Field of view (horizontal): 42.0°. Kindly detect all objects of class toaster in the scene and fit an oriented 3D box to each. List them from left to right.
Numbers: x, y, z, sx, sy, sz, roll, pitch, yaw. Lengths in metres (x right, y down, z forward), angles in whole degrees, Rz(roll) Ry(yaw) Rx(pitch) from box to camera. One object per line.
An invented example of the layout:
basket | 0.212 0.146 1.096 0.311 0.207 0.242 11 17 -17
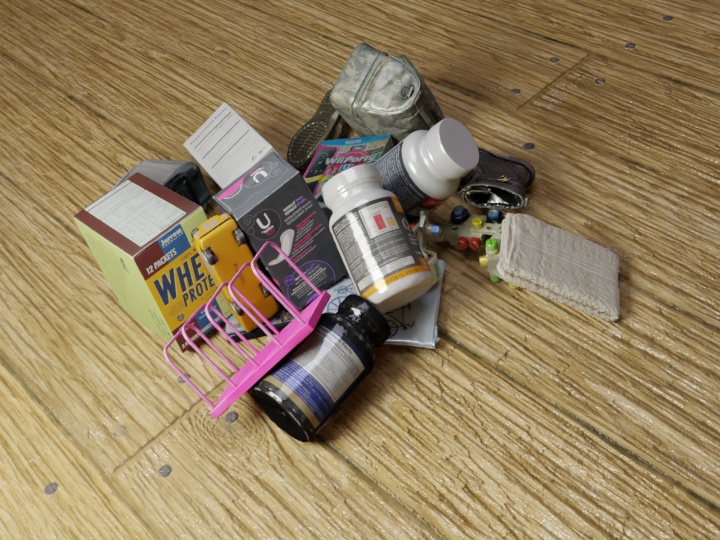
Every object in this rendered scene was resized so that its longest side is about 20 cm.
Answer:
toaster | -0.375 -0.117 1.699 0.127 0.115 0.201 12 50 31

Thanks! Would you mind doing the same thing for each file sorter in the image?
file sorter | -0.162 0.077 1.322 0.200 0.126 0.139 -42 7 18

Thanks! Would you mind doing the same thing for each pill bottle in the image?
pill bottle | -0.049 0.133 1.324 0.111 0.113 0.200 26 62 36
pill bottle | 0.021 -0.047 1.395 0.115 0.117 0.203 -21 76 -9
pill bottle | 0.092 -0.155 1.516 0.199 0.119 0.121 -34 23 43

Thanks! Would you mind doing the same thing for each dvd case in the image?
dvd case | -0.153 0.031 1.548 0.140 0.018 0.202 -11 41 2

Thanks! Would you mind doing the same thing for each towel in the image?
towel | 0.297 -0.006 1.399 0.197 0.035 0.134 22 46 -7

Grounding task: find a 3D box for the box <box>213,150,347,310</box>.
box | -0.116 -0.060 1.449 0.122 0.201 0.106 -38 38 -10

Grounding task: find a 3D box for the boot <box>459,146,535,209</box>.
boot | 0.197 -0.152 1.569 0.197 0.070 0.174 8 23 20

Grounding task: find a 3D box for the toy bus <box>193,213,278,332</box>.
toy bus | -0.190 0.000 1.418 0.065 0.202 0.078 -34 41 -13

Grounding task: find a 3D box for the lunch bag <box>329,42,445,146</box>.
lunch bag | 0.065 -0.300 1.711 0.166 0.200 0.141 29 84 28

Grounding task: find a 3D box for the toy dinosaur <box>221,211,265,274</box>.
toy dinosaur | -0.165 -0.060 1.559 0.134 0.103 0.201 16 49 13

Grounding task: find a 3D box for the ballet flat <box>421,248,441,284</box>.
ballet flat | 0.044 -0.038 1.483 0.198 0.063 0.068 23 51 27

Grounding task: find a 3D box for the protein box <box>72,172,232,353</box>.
protein box | -0.319 -0.016 1.493 0.134 0.201 0.199 -39 42 -24

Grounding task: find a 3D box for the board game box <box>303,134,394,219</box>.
board game box | -0.031 -0.152 1.663 0.145 0.065 0.201 -2 41 26

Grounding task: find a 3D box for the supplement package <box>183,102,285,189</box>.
supplement package | -0.214 -0.194 1.711 0.117 0.117 0.200 -44 46 -1

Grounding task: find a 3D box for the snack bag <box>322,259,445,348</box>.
snack bag | 0.033 0.044 1.462 0.196 0.022 0.190 2 45 10

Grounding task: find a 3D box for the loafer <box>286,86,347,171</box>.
loafer | -0.068 -0.264 1.810 0.075 0.068 0.201 21 68 37

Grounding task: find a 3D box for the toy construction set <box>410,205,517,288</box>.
toy construction set | 0.177 -0.047 1.497 0.197 0.093 0.132 17 48 15
